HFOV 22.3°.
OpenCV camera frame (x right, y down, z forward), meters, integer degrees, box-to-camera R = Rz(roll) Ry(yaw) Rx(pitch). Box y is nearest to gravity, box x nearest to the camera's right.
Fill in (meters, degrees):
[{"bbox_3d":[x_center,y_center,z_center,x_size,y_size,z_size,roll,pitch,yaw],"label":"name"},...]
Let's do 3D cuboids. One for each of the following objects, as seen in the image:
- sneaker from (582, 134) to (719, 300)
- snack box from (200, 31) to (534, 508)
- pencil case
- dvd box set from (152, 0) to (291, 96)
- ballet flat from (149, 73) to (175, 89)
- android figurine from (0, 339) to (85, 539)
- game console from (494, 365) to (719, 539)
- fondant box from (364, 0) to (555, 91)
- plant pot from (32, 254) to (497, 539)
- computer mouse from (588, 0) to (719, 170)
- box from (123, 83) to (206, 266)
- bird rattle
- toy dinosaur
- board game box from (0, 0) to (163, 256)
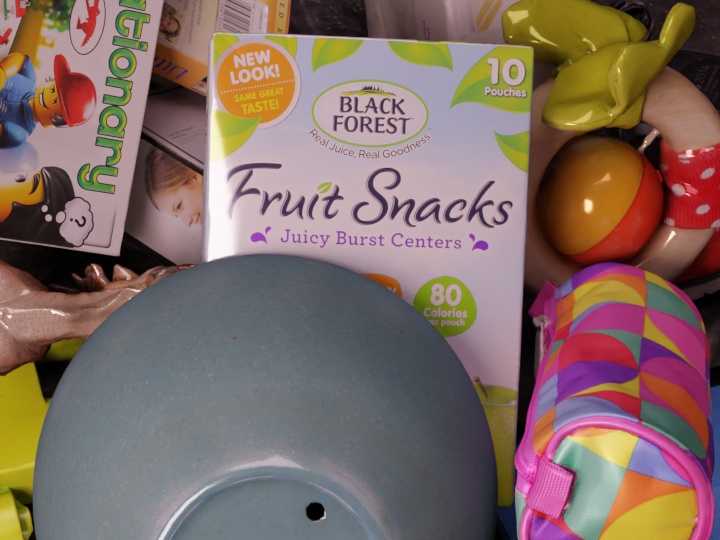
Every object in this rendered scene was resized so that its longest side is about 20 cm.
[{"bbox_3d":[0.122,-0.035,0.961,0.197,0.085,0.078,1,49,0],"label":"sneaker"},{"bbox_3d":[0.000,0.000,0.805,0.140,0.203,0.053,2,5,-5],"label":"snack box"},{"bbox_3d":[0.109,0.063,0.793,0.087,0.089,0.200,6,19,5],"label":"pencil case"},{"bbox_3d":[-0.120,-0.179,0.916,0.199,0.029,0.148,21,60,-33],"label":"dvd box set"},{"bbox_3d":[-0.137,-0.081,1.000,0.075,0.068,0.200,13,39,18],"label":"ballet flat"},{"bbox_3d":[-0.219,0.069,0.894,0.198,0.041,0.183,-13,51,-16],"label":"android figurine"},{"bbox_3d":[0.143,0.098,0.827,0.198,0.172,0.120,-15,77,-13],"label":"game console"},{"bbox_3d":[0.046,-0.157,0.977,0.058,0.146,0.200,-11,20,-11],"label":"fondant box"},{"bbox_3d":[-0.036,0.103,0.721,0.198,0.203,0.135,-3,9,-3],"label":"plant pot"},{"bbox_3d":[0.203,-0.084,1.032,0.198,0.053,0.139,16,48,27],"label":"computer mouse"},{"bbox_3d":[-0.033,-0.023,0.927,0.199,0.061,0.116,32,27,18],"label":"box"},{"bbox_3d":[0.133,-0.053,0.896,0.163,0.199,0.113,-48,39,12],"label":"bird rattle"},{"bbox_3d":[-0.175,0.026,0.856,0.198,0.087,0.135,11,7,35],"label":"toy dinosaur"},{"bbox_3d":[-0.154,-0.114,0.832,0.125,0.202,0.035,7,5,-32],"label":"board game box"}]
